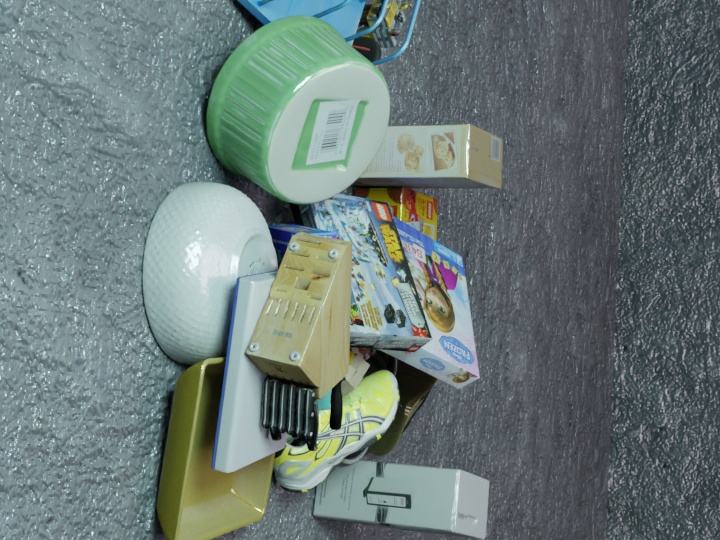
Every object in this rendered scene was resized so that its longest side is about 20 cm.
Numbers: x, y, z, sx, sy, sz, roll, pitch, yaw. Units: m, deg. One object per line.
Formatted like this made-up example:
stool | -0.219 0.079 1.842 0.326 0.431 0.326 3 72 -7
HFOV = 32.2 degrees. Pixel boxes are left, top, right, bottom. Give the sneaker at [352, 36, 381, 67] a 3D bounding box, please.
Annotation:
sneaker | -0.032 -0.207 1.603 0.200 0.074 0.087 -65 164 -12

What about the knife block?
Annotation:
knife block | -0.049 0.083 1.324 0.176 0.064 0.200 57 49 -60

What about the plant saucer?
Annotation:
plant saucer | -0.153 0.183 1.341 0.200 0.048 0.200 1 100 -68

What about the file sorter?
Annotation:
file sorter | -0.038 -0.339 1.440 0.200 0.123 0.139 39 53 -36

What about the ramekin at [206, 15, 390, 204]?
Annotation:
ramekin | -0.062 -0.171 1.381 0.200 0.098 0.200 -28 137 -29

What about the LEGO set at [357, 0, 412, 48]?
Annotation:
LEGO set | 0.011 -0.382 1.633 0.200 0.116 0.154 -66 148 -43

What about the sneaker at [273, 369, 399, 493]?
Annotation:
sneaker | -0.029 0.189 1.548 0.200 0.075 0.076 -42 131 -23

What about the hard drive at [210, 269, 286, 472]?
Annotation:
hard drive | -0.104 0.102 1.319 0.132 0.025 0.200 -12 112 -66

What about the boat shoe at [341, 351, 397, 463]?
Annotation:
boat shoe | 0.001 0.171 1.682 0.060 0.076 0.200 -55 -166 41

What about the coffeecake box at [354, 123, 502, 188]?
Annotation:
coffeecake box | 0.075 -0.152 1.692 0.154 0.200 0.073 4 88 -67

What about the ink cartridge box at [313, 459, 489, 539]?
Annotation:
ink cartridge box | 0.059 0.305 1.677 0.146 0.200 0.084 34 60 -63

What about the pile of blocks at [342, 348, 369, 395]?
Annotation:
pile of blocks | -0.046 0.070 1.567 0.082 0.062 0.200 12 53 -31

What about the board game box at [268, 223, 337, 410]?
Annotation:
board game box | -0.070 0.050 1.447 0.045 0.152 0.200 -5 97 -22

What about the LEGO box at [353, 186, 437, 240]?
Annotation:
LEGO box | 0.048 -0.012 1.793 0.149 0.077 0.200 9 83 -66

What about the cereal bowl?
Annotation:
cereal bowl | -0.145 0.003 1.333 0.200 0.083 0.200 0 90 -67

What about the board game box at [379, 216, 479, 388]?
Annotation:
board game box | 0.068 0.032 1.639 0.200 0.041 0.200 27 44 -38

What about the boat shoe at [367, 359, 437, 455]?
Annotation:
boat shoe | 0.062 0.172 1.806 0.201 0.072 0.066 -63 177 4

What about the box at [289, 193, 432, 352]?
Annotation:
box | 0.000 0.000 1.513 0.137 0.040 0.200 8 55 -39

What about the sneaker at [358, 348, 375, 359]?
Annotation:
sneaker | -0.006 0.087 1.638 0.074 0.087 0.200 63 36 -47
